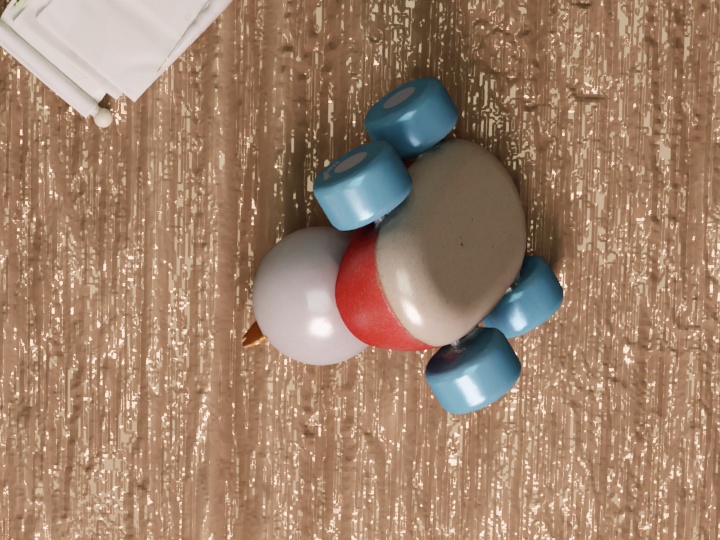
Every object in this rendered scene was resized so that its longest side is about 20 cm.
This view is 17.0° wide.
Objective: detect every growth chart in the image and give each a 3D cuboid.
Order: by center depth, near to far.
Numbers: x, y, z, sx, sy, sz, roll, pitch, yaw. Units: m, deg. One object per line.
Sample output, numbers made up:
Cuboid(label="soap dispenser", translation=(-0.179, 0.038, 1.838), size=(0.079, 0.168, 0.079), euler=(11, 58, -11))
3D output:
Cuboid(label="growth chart", translation=(-0.162, -0.201, 1.671), size=(0.200, 0.018, 0.145), euler=(-40, 94, 9))

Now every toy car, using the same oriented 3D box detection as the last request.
Cuboid(label="toy car", translation=(0.000, 0.000, 1.643), size=(0.200, 0.177, 0.184), euler=(-18, 113, 34))
